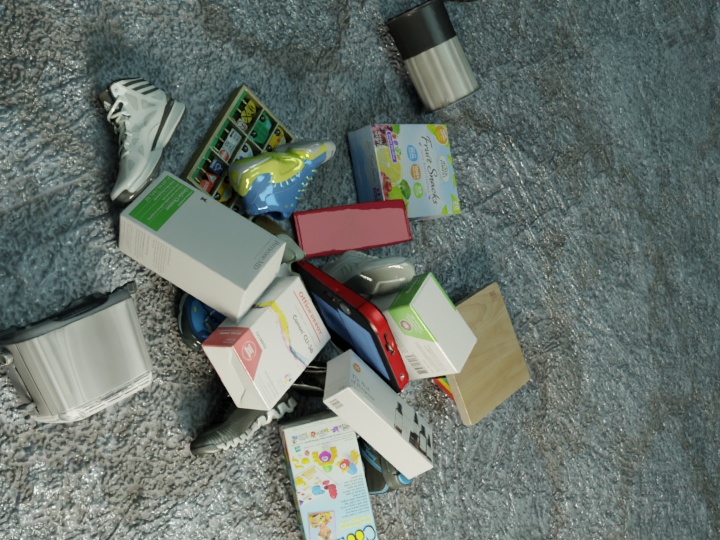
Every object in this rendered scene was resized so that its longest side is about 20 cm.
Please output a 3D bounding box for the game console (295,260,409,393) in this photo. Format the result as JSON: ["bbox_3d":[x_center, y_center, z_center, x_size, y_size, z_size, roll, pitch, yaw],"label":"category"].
[{"bbox_3d":[-0.012,0.086,1.411,0.031,0.177,0.200,-44,141,-20],"label":"game console"}]

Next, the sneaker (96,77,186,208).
[{"bbox_3d":[-0.326,-0.184,1.320,0.115,0.076,0.201,35,50,-24],"label":"sneaker"}]

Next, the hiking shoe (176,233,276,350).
[{"bbox_3d":[-0.194,0.023,1.377,0.074,0.087,0.200,43,54,-29],"label":"hiking shoe"}]

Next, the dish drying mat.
[{"bbox_3d":[-0.013,-0.070,1.574,0.200,0.018,0.077,-9,89,-22],"label":"dish drying mat"}]

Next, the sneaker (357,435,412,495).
[{"bbox_3d":[0.021,0.249,1.491,0.073,0.082,0.200,32,38,-42],"label":"sneaker"}]

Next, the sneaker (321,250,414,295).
[{"bbox_3d":[0.000,0.000,1.495,0.070,0.200,0.080,41,49,-36],"label":"sneaker"}]

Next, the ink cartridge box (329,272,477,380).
[{"bbox_3d":[0.059,0.098,1.528,0.146,0.200,0.084,54,47,-22],"label":"ink cartridge box"}]

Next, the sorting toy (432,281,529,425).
[{"bbox_3d":[0.199,0.150,1.743,0.200,0.070,0.199,-28,101,-44],"label":"sorting toy"}]

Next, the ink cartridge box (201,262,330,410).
[{"bbox_3d":[-0.118,0.087,1.356,0.200,0.067,0.117,-50,125,-40],"label":"ink cartridge box"}]

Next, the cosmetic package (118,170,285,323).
[{"bbox_3d":[-0.215,-0.033,1.305,0.200,0.085,0.108,29,52,7],"label":"cosmetic package"}]

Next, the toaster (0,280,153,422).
[{"bbox_3d":[-0.345,0.104,1.198,0.200,0.114,0.129,-28,104,-46],"label":"toaster"}]

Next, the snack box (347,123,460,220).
[{"bbox_3d":[0.080,-0.172,1.701,0.200,0.068,0.169,-10,89,-46],"label":"snack box"}]

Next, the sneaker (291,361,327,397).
[{"bbox_3d":[-0.054,0.167,1.486,0.200,0.104,0.060,46,49,-79],"label":"sneaker"}]

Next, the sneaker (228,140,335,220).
[{"bbox_3d":[-0.114,-0.136,1.474,0.200,0.076,0.105,-22,108,-38],"label":"sneaker"}]

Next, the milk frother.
[{"bbox_3d":[0.180,-0.417,1.763,0.180,0.200,0.188,-40,109,-46],"label":"milk frother"}]

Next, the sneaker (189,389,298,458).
[{"bbox_3d":[-0.177,0.197,1.375,0.200,0.066,0.091,-26,96,-48],"label":"sneaker"}]

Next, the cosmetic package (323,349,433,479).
[{"bbox_3d":[0.029,0.209,1.393,0.200,0.051,0.083,46,25,-27],"label":"cosmetic package"}]

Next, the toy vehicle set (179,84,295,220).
[{"bbox_3d":[-0.185,-0.171,1.472,0.124,0.027,0.200,43,54,-29],"label":"toy vehicle set"}]

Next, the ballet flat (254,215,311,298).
[{"bbox_3d":[-0.110,0.008,1.473,0.068,0.072,0.200,-11,88,-45],"label":"ballet flat"}]

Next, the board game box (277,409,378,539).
[{"bbox_3d":[-0.049,0.314,1.417,0.105,0.103,0.200,-11,88,-10],"label":"board game box"}]
